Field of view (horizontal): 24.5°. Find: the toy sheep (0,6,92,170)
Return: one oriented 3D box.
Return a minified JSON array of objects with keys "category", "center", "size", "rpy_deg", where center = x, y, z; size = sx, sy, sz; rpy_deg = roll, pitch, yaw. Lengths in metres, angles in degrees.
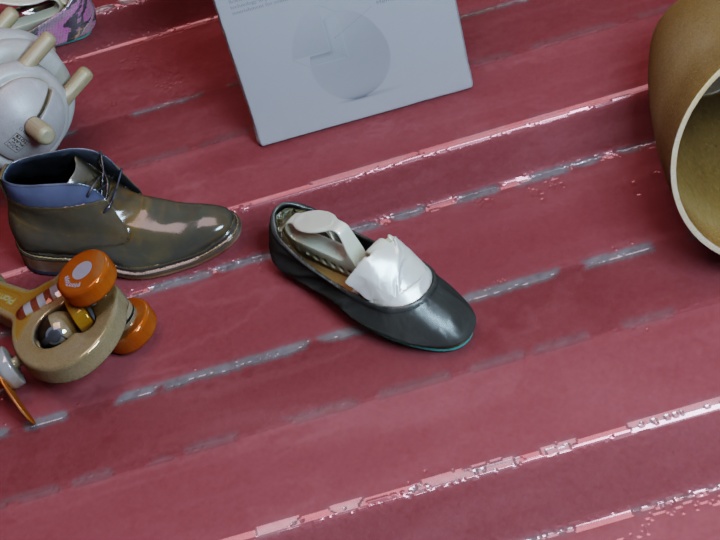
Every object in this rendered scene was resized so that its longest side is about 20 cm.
[{"category":"toy sheep","center":[-0.313,-0.153,1.465],"size":[0.137,0.139,0.200],"rpy_deg":[-33,32,-16]}]

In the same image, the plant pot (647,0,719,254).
[{"category":"plant pot","center":[0.295,-0.136,1.259],"size":[0.185,0.188,0.201],"rpy_deg":[-16,33,0]}]

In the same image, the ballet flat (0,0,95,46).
[{"category":"ballet flat","center":[-0.351,-0.226,1.585],"size":[0.199,0.071,0.069],"rpy_deg":[-25,47,-7]}]

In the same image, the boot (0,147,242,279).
[{"category":"boot","center":[-0.202,-0.049,1.359],"size":[0.198,0.097,0.075],"rpy_deg":[-5,47,12]}]

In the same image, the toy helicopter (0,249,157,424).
[{"category":"toy helicopter","center":[-0.268,0.043,1.325],"size":[0.199,0.079,0.133],"rpy_deg":[17,63,42]}]

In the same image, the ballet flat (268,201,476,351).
[{"category":"ballet flat","center":[0.000,0.000,1.275],"size":[0.199,0.069,0.068],"rpy_deg":[24,58,32]}]

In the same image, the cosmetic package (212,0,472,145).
[{"category":"cosmetic package","center":[-0.024,-0.242,1.416],"size":[0.197,0.201,0.124],"rpy_deg":[-15,45,1]}]
